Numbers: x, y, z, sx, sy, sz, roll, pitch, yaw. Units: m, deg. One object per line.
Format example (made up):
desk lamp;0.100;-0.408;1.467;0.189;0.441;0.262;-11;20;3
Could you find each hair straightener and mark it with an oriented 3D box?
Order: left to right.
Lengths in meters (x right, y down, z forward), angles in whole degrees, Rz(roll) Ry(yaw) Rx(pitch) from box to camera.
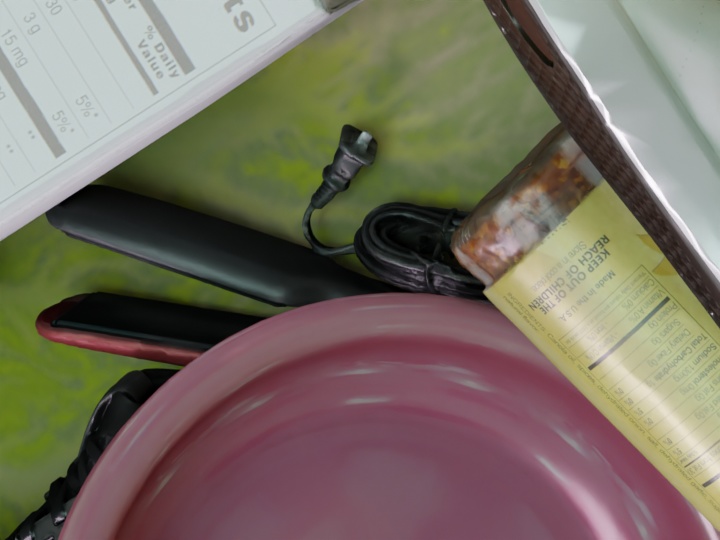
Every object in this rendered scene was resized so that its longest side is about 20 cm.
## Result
hair straightener;0.000;0.000;0.801;0.199;0.041;0.077;12;110;21

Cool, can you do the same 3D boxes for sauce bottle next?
sauce bottle;0.112;0.042;0.727;0.200;0.066;0.066;45;117;-3

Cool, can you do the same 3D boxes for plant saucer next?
plant saucer;0.010;0.108;0.747;0.199;0.051;0.202;2;82;-16

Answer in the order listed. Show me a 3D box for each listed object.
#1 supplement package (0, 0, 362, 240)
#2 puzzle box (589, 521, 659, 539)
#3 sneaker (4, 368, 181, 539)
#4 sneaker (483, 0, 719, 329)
supplement package;-0.109;-0.070;0.758;0.199;0.117;0.118;-32;93;11
puzzle box;0.114;0.162;0.812;0.132;0.025;0.201;-3;104;23
sneaker;-0.068;0.076;0.828;0.199;0.070;0.100;-9;117;16
sneaker;0.093;-0.047;0.665;0.085;0.073;0.200;-38;100;-1
